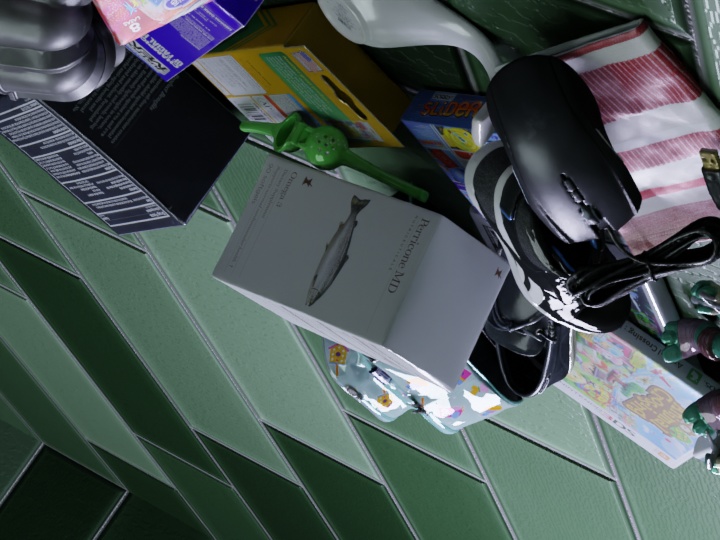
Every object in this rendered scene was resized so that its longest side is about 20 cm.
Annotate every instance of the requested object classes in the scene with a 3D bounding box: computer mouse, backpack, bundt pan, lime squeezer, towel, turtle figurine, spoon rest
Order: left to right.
[{"bbox_3d":[-0.227,-0.227,1.659,0.075,0.203,0.202,15,157,12],"label":"bundt pan"},{"bbox_3d":[-0.037,-0.106,1.717,0.199,0.038,0.070,22,-170,32],"label":"lime squeezer"},{"bbox_3d":[0.038,-0.178,1.540,0.200,0.061,0.100,43,164,19],"label":"spoon rest"},{"bbox_3d":[0.057,0.051,1.852,0.153,0.177,0.200,-34,131,24],"label":"backpack"},{"bbox_3d":[0.176,-0.065,1.423,0.139,0.046,0.201,-18,116,17],"label":"computer mouse"},{"bbox_3d":[0.199,-0.087,1.459,0.143,0.023,0.200,-15,130,44],"label":"towel"},{"bbox_3d":[0.296,0.083,1.620,0.100,0.151,0.200,-1,178,-9],"label":"turtle figurine"}]

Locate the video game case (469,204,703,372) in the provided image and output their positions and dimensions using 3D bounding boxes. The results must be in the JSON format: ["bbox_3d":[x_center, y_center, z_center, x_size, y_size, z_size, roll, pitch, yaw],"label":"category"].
[{"bbox_3d":[0.199,0.023,1.793,0.181,0.023,0.200,22,157,35],"label":"video game case"}]

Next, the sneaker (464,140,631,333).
[{"bbox_3d":[0.157,-0.003,1.554,0.200,0.073,0.112,48,179,-32],"label":"sneaker"}]

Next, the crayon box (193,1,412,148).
[{"bbox_3d":[-0.044,-0.158,1.717,0.126,0.052,0.199,44,161,-26],"label":"crayon box"}]

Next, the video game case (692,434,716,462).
[{"bbox_3d":[0.395,0.165,1.722,0.181,0.024,0.200,24,162,-9],"label":"video game case"}]

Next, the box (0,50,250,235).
[{"bbox_3d":[-0.239,-0.144,1.978,0.198,0.124,0.200,42,162,-18],"label":"box"}]

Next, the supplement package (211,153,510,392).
[{"bbox_3d":[0.000,0.000,1.689,0.199,0.118,0.117,20,171,39],"label":"supplement package"}]

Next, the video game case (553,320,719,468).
[{"bbox_3d":[0.237,0.099,1.837,0.181,0.022,0.200,35,161,2],"label":"video game case"}]

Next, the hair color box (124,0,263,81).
[{"bbox_3d":[-0.113,-0.222,1.587,0.065,0.110,0.200,38,161,-12],"label":"hair color box"}]

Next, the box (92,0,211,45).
[{"bbox_3d":[-0.178,-0.272,1.460,0.201,0.095,0.100,62,178,31],"label":"box"}]

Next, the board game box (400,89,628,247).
[{"bbox_3d":[0.138,-0.078,1.619,0.199,0.035,0.135,13,153,49],"label":"board game box"}]

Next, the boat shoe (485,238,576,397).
[{"bbox_3d":[0.140,0.038,1.740,0.074,0.062,0.201,33,154,30],"label":"boat shoe"}]
